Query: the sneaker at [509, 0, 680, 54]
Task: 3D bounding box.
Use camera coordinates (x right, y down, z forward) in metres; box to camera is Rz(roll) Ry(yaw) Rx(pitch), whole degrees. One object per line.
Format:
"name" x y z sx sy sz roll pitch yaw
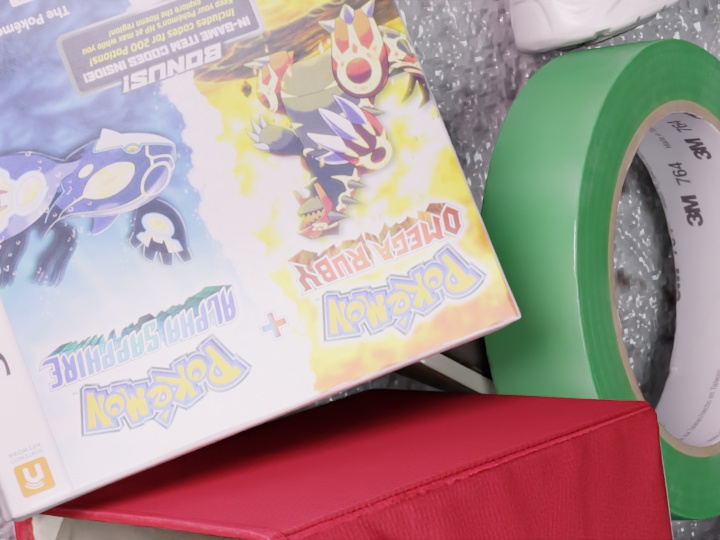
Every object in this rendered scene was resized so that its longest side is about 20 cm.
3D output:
"sneaker" 0.140 -0.171 0.975 0.200 0.078 0.100 -27 101 -30

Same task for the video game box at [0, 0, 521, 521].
"video game box" -0.066 -0.029 0.805 0.199 0.047 0.183 -21 89 -12

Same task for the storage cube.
"storage cube" 0.005 0.149 0.822 0.179 0.200 0.172 -16 98 -37

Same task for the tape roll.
"tape roll" 0.121 0.004 0.938 0.200 0.048 0.201 9 78 -53

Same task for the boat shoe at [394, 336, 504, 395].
"boat shoe" 0.000 0.000 0.888 0.201 0.072 0.061 26 81 -27
